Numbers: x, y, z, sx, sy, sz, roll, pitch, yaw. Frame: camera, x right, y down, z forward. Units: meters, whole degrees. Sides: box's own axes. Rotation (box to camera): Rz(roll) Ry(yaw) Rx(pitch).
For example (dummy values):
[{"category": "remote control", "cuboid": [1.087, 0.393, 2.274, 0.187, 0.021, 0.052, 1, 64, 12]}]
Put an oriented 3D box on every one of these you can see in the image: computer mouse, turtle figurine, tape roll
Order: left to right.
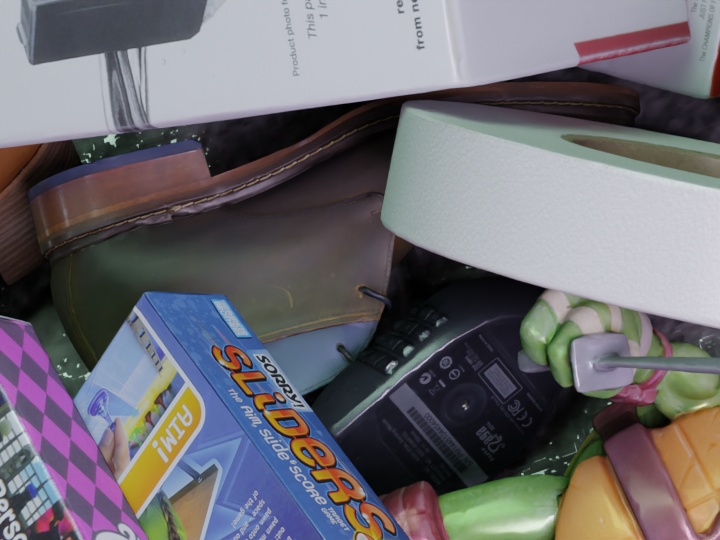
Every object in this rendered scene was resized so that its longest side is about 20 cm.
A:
[{"category": "computer mouse", "cuboid": [-0.019, 0.071, 0.914, 0.200, 0.059, 0.034, -38, 36, -1]}, {"category": "turtle figurine", "cuboid": [0.062, 0.086, 0.804, 0.194, 0.144, 0.200, -27, 33, 14]}, {"category": "tape roll", "cuboid": [0.106, -0.011, 0.835, 0.202, 0.203, 0.037, 14, 97, 28]}]

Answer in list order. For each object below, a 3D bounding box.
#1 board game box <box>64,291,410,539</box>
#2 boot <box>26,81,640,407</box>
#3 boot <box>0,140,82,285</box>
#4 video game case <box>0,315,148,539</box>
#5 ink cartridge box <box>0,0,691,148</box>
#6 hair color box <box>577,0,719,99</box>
[{"category": "board game box", "cuboid": [-0.064, 0.124, 0.827, 0.135, 0.034, 0.200, 52, 120, 30]}, {"category": "boot", "cuboid": [0.000, 0.000, 0.956, 0.200, 0.075, 0.097, -12, 80, 0]}, {"category": "boot", "cuboid": [-0.184, -0.013, 0.961, 0.200, 0.155, 0.077, -39, 54, -7]}, {"category": "video game case", "cuboid": [-0.115, 0.143, 0.808, 0.181, 0.036, 0.200, -44, 60, 21]}, {"category": "ink cartridge box", "cuboid": [-0.022, -0.092, 0.908, 0.200, 0.144, 0.084, -4, 96, 34]}, {"category": "hair color box", "cuboid": [0.049, -0.134, 0.980, 0.200, 0.064, 0.111, 17, 107, 28]}]
